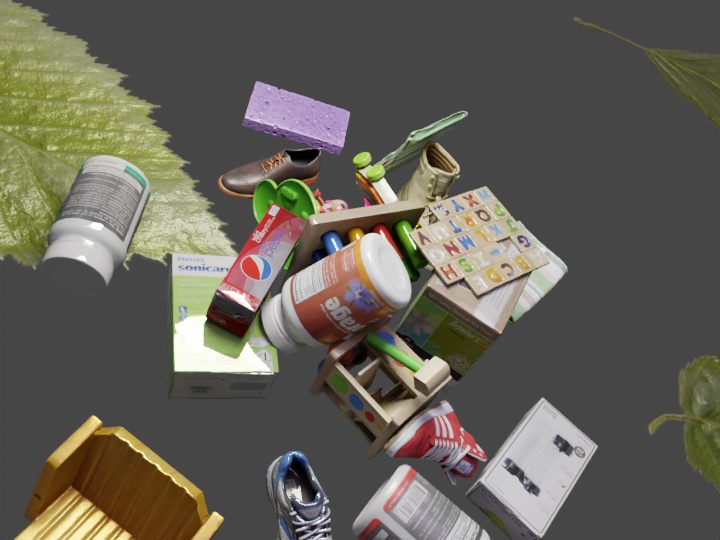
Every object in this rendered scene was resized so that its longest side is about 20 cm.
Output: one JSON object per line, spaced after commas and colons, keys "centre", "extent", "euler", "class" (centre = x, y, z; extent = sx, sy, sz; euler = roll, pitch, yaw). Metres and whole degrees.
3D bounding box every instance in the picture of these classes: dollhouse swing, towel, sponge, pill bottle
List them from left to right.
{"centre": [-0.302, 0.313, 0.790], "extent": [0.200, 0.182, 0.176], "euler": [37, 30, 7], "class": "dollhouse swing"}
{"centre": [-0.395, -0.066, 1.068], "extent": [0.112, 0.113, 0.201], "euler": [15, 50, -10], "class": "pill bottle"}
{"centre": [-0.124, -0.300, 1.408], "extent": [0.199, 0.030, 0.112], "euler": [16, 51, -11], "class": "sponge"}
{"centre": [-0.037, 0.039, 1.002], "extent": [0.112, 0.199, 0.113], "euler": [45, 28, -33], "class": "pill bottle"}
{"centre": [0.091, -0.224, 1.327], "extent": [0.152, 0.200, 0.023], "euler": [-31, 88, -36], "class": "towel"}
{"centre": [0.097, 0.361, 0.937], "extent": [0.200, 0.116, 0.116], "euler": [39, 50, 10], "class": "pill bottle"}
{"centre": [0.292, -0.003, 1.347], "extent": [0.149, 0.031, 0.200], "euler": [43, 51, 14], "class": "towel"}

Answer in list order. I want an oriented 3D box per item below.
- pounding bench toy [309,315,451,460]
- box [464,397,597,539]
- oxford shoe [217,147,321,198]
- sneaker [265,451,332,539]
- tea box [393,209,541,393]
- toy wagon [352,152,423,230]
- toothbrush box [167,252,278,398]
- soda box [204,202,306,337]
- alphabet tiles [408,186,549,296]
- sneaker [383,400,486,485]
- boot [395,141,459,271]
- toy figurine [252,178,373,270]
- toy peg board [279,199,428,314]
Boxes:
{"centre": [0.032, 0.140, 1.023], "extent": [0.156, 0.200, 0.124], "euler": [46, 52, 14], "class": "pounding bench toy"}
{"centre": [0.261, 0.303, 1.083], "extent": [0.117, 0.060, 0.200], "euler": [41, 50, 11], "class": "box"}
{"centre": [-0.160, -0.183, 1.276], "extent": [0.199, 0.073, 0.071], "euler": [-19, 64, -32], "class": "oxford shoe"}
{"centre": [-0.073, 0.326, 0.916], "extent": [0.077, 0.085, 0.201], "euler": [-9, 59, -27], "class": "sneaker"}
{"centre": [0.162, 0.050, 1.146], "extent": [0.133, 0.197, 0.200], "euler": [33, 50, 5], "class": "tea box"}
{"centre": [0.048, -0.114, 1.235], "extent": [0.039, 0.156, 0.200], "euler": [-32, 33, -2], "class": "toy wagon"}
{"centre": [-0.207, 0.081, 1.048], "extent": [0.145, 0.086, 0.201], "euler": [3, 55, -21], "class": "toothbrush box"}
{"centre": [-0.148, -0.004, 1.036], "extent": [0.063, 0.070, 0.200], "euler": [29, 46, -4], "class": "soda box"}
{"centre": [0.174, -0.046, 1.089], "extent": [0.199, 0.008, 0.167], "euler": [-20, 64, -34], "class": "alphabet tiles"}
{"centre": [0.112, 0.256, 1.013], "extent": [0.113, 0.071, 0.200], "euler": [53, 23, 16], "class": "sneaker"}
{"centre": [0.133, -0.114, 1.285], "extent": [0.072, 0.156, 0.201], "euler": [0, 56, -22], "class": "boot"}
{"centre": [-0.060, -0.089, 1.235], "extent": [0.183, 0.151, 0.200], "euler": [-4, 30, -40], "class": "toy figurine"}
{"centre": [0.000, 0.000, 1.116], "extent": [0.198, 0.200, 0.098], "euler": [-11, 59, -28], "class": "toy peg board"}
